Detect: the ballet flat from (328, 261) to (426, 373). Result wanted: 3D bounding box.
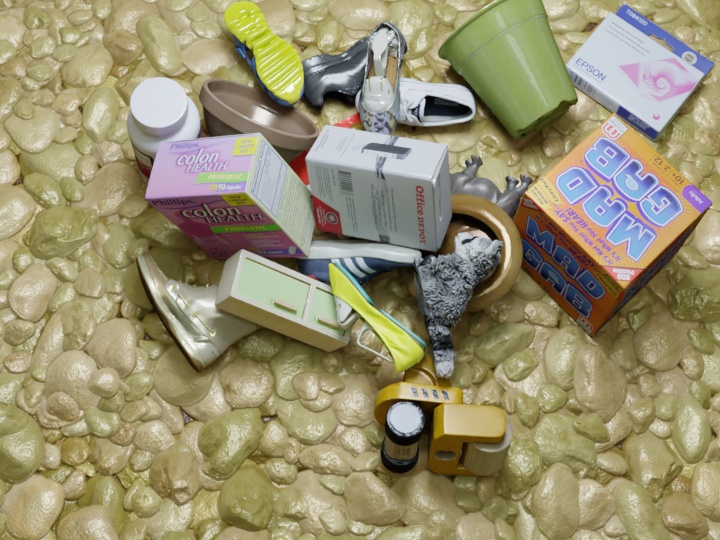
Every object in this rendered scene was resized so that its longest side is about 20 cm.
[{"bbox_3d":[0.008,0.071,1.624,0.067,0.067,0.200,-45,72,-6],"label":"ballet flat"}]

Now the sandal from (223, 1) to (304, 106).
[{"bbox_3d":[-0.154,-0.349,1.854,0.079,0.087,0.202,-26,69,-13],"label":"sandal"}]

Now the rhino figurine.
[{"bbox_3d":[0.168,-0.138,1.796,0.197,0.060,0.089,22,78,10],"label":"rhino figurine"}]

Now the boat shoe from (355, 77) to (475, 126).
[{"bbox_3d":[0.091,-0.271,1.832,0.196,0.075,0.066,-4,30,-3],"label":"boat shoe"}]

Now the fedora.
[{"bbox_3d":[0.154,-0.017,1.721,0.197,0.082,0.204,-6,68,14],"label":"fedora"}]

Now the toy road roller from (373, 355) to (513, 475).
[{"bbox_3d":[0.118,0.205,1.620,0.196,0.124,0.148,6,55,1],"label":"toy road roller"}]

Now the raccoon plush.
[{"bbox_3d":[0.152,0.044,1.617,0.132,0.097,0.204,-10,89,-4],"label":"raccoon plush"}]

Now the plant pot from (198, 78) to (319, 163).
[{"bbox_3d":[-0.171,-0.217,1.774,0.199,0.201,0.094,30,109,10],"label":"plant pot"}]

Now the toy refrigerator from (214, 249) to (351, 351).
[{"bbox_3d":[-0.107,0.046,1.656,0.198,0.070,0.077,24,64,-23],"label":"toy refrigerator"}]

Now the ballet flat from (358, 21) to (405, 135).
[{"bbox_3d":[0.030,-0.306,1.788,0.071,0.072,0.204,6,73,0],"label":"ballet flat"}]

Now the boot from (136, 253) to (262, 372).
[{"bbox_3d":[-0.235,0.031,1.700,0.154,0.073,0.201,-32,73,-14],"label":"boot"}]

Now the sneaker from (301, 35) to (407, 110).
[{"bbox_3d":[-0.009,-0.327,1.871,0.197,0.076,0.092,-23,79,-4],"label":"sneaker"}]

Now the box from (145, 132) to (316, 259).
[{"bbox_3d":[-0.184,-0.104,1.660,0.173,0.200,0.098,-1,63,26],"label":"box"}]

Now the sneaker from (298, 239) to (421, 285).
[{"bbox_3d":[0.000,0.000,1.706,0.197,0.075,0.086,2,105,23],"label":"sneaker"}]

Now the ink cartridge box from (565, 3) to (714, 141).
[{"bbox_3d":[0.476,-0.349,1.910,0.195,0.043,0.201,36,72,13],"label":"ink cartridge box"}]

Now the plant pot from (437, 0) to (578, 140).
[{"bbox_3d":[0.255,-0.322,1.826,0.198,0.200,0.192,-28,84,-13],"label":"plant pot"}]

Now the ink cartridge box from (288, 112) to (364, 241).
[{"bbox_3d":[-0.012,-0.156,1.802,0.161,0.050,0.202,-27,74,-13],"label":"ink cartridge box"}]

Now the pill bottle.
[{"bbox_3d":[-0.297,-0.205,1.728,0.111,0.201,0.115,1,67,-2],"label":"pill bottle"}]

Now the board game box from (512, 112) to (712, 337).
[{"bbox_3d":[0.366,-0.065,1.698,0.199,0.200,0.200,-40,74,-17],"label":"board game box"}]

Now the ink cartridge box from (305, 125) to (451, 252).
[{"bbox_3d":[0.031,-0.121,1.658,0.197,0.146,0.084,12,48,19],"label":"ink cartridge box"}]
